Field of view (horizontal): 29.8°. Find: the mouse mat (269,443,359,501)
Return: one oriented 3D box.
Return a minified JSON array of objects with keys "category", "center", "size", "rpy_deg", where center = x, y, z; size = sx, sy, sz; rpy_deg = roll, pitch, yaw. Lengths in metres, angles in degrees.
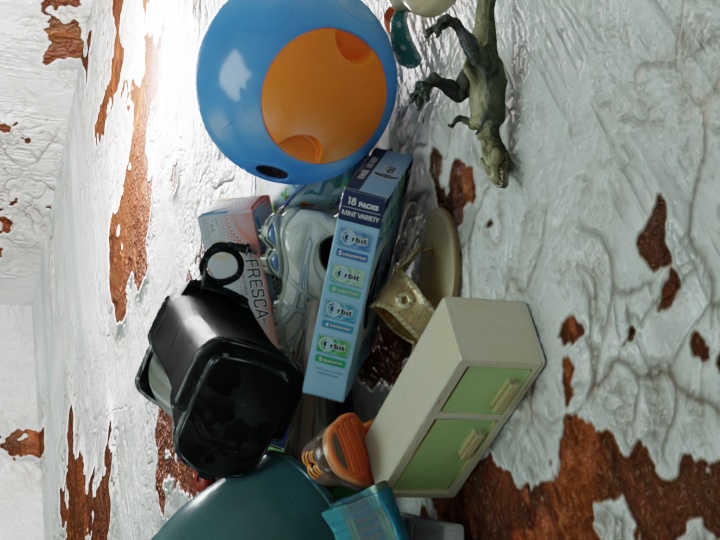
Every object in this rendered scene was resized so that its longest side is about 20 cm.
[{"category":"mouse mat","center":[-0.065,0.290,1.417],"size":[0.160,0.008,0.201],"rpy_deg":[17,104,29]}]

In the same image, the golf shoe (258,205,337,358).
[{"category":"golf shoe","center":[-0.045,0.027,1.460],"size":[0.078,0.097,0.201],"rpy_deg":[-56,-38,-52]}]

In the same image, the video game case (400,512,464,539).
[{"category":"video game case","center":[0.047,0.325,1.230],"size":[0.182,0.022,0.201],"rpy_deg":[166,106,-69]}]

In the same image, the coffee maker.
[{"category":"coffee maker","center":[-0.144,0.086,1.356],"size":[0.200,0.134,0.193],"rpy_deg":[-146,55,-67]}]

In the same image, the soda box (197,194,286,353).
[{"category":"soda box","center":[-0.122,0.020,1.498],"size":[0.064,0.068,0.201],"rpy_deg":[-54,-43,-65]}]

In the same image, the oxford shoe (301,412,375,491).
[{"category":"oxford shoe","center":[-0.020,0.176,1.237],"size":[0.200,0.073,0.072],"rpy_deg":[37,-146,-75]}]

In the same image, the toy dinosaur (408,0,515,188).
[{"category":"toy dinosaur","center":[0.090,-0.168,1.116],"size":[0.047,0.088,0.201],"rpy_deg":[-2,85,59]}]

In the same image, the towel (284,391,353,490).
[{"category":"towel","center":[-0.053,0.189,1.495],"size":[0.200,0.049,0.149],"rpy_deg":[138,126,-61]}]

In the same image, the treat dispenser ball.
[{"category":"treat dispenser ball","center":[-0.064,-0.185,1.318],"size":[0.201,0.200,0.202],"rpy_deg":[-176,90,-69]}]

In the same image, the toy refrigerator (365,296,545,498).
[{"category":"toy refrigerator","center":[0.074,0.113,1.123],"size":[0.200,0.076,0.070],"rpy_deg":[116,150,-44]}]

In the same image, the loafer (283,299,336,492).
[{"category":"loafer","center":[-0.056,0.125,1.378],"size":[0.072,0.063,0.201],"rpy_deg":[46,-139,-67]}]

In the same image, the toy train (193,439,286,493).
[{"category":"toy train","center":[-0.136,0.203,1.535],"size":[0.200,0.084,0.116],"rpy_deg":[53,129,53]}]

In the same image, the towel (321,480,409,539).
[{"category":"towel","center":[0.025,0.287,1.161],"size":[0.147,0.022,0.201],"rpy_deg":[-42,64,63]}]

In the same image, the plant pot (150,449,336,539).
[{"category":"plant pot","center":[-0.125,0.304,1.301],"size":[0.200,0.187,0.201],"rpy_deg":[31,134,40]}]

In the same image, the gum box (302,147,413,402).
[{"category":"gum box","center":[0.000,0.000,1.285],"size":[0.170,0.044,0.201],"rpy_deg":[-58,-20,-70]}]

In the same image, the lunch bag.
[{"category":"lunch bag","center":[-0.058,-0.137,1.512],"size":[0.200,0.082,0.162],"rpy_deg":[138,132,-61]}]

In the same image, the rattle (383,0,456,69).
[{"category":"rattle","center":[0.021,-0.280,1.263],"size":[0.200,0.142,0.131],"rpy_deg":[-46,62,51]}]

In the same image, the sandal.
[{"category":"sandal","center":[0.042,0.045,1.228],"size":[0.078,0.069,0.213],"rpy_deg":[176,98,-69]}]
